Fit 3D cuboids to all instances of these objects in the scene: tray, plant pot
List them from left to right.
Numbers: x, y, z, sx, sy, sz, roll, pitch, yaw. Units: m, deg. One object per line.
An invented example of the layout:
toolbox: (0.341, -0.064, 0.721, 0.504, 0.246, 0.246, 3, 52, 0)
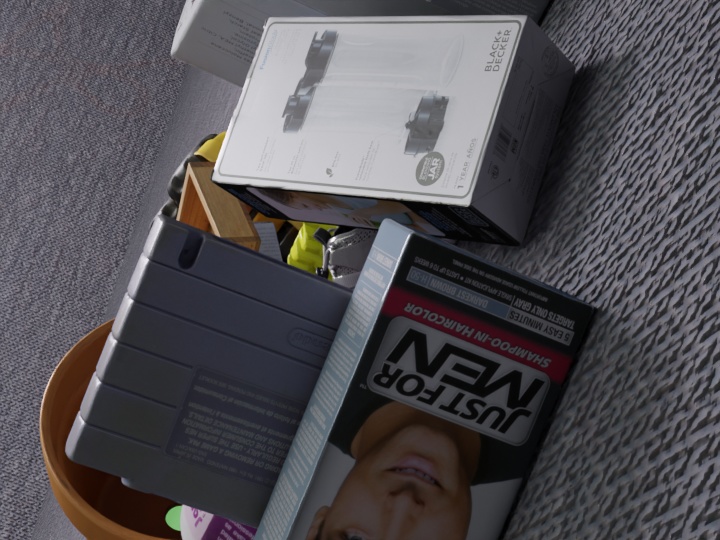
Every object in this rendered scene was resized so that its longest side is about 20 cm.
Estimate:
plant pot: (-0.126, 0.144, 0.994, 0.140, 0.199, 0.201, 104, 177, -49)
tray: (-0.130, 0.020, 1.155, 0.099, 0.037, 0.201, -118, 34, -41)

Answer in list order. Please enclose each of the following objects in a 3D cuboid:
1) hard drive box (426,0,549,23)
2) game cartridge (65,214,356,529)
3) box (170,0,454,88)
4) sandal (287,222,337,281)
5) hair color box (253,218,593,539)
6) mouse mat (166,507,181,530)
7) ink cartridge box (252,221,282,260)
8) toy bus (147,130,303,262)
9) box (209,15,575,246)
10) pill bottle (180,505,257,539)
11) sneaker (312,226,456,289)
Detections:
hard drive box: (0.112, -0.273, 0.911, 0.156, 0.076, 0.201, -97, 31, -61)
game cartridge: (-0.033, 0.067, 0.698, 0.130, 0.199, 0.038, -66, 19, 7)
box: (-0.013, -0.229, 1.058, 0.131, 0.199, 0.200, -44, 28, 57)
sandal: (-0.004, -0.056, 1.002, 0.200, 0.079, 0.087, 122, 173, -63)
hair color box: (0.023, 0.088, 0.666, 0.061, 0.098, 0.201, -144, 76, -75)
mouse mat: (-0.174, 0.244, 1.367, 0.200, 0.007, 0.162, -120, 52, -71)
ink cartridge box: (-0.100, 0.088, 1.187, 0.200, 0.040, 0.201, 135, 127, -58)
toy bus: (-0.086, -0.080, 1.287, 0.192, 0.135, 0.200, -56, 3, -33)
box: (0.015, -0.086, 0.822, 0.199, 0.060, 0.117, 7, 74, 39)
pill bottle: (-0.039, 0.127, 0.813, 0.112, 0.112, 0.201, -97, 32, -63)
sneaker: (0.000, 0.000, 0.914, 0.201, 0.082, 0.075, -64, 14, 15)
